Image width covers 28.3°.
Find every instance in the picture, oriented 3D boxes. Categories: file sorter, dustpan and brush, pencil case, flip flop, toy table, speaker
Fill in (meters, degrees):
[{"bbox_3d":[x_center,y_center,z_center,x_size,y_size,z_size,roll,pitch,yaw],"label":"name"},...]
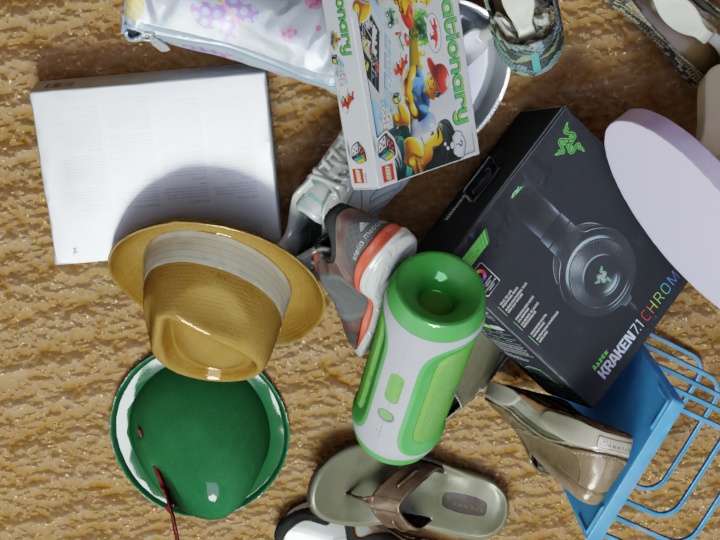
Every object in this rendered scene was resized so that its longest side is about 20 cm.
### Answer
[{"bbox_3d":[0.256,0.148,1.253,0.121,0.200,0.140,24,107,-14],"label":"file sorter"},{"bbox_3d":[0.094,-0.192,1.194,0.199,0.057,0.140,-37,107,9],"label":"dustpan and brush"},{"bbox_3d":[-0.093,-0.204,1.153,0.197,0.091,0.084,13,134,-2],"label":"pencil case"},{"bbox_3d":[0.048,0.211,1.323,0.197,0.058,0.082,14,92,-13],"label":"flip flop"},{"bbox_3d":[0.301,-0.067,1.134,0.116,0.184,0.201,-34,90,-18],"label":"toy table"},{"bbox_3d":[0.045,0.076,1.165,0.087,0.089,0.201,7,140,-6],"label":"speaker"}]

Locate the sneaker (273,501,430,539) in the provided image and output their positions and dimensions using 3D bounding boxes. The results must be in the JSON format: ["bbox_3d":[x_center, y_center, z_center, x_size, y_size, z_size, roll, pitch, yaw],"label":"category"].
[{"bbox_3d":[0.013,0.277,1.346,0.197,0.080,0.075,19,110,-8],"label":"sneaker"}]

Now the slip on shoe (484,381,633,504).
[{"bbox_3d":[0.160,0.142,1.215,0.075,0.199,0.061,15,93,-27],"label":"slip on shoe"}]

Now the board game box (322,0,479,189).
[{"bbox_3d":[0.030,-0.176,1.126,0.125,0.034,0.203,-22,107,-43],"label":"board game box"}]

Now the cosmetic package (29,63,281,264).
[{"bbox_3d":[-0.171,-0.091,1.218,0.197,0.052,0.153,-5,109,-2],"label":"cosmetic package"}]

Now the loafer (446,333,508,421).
[{"bbox_3d":[0.088,0.092,1.289,0.075,0.070,0.201,33,104,-14],"label":"loafer"}]

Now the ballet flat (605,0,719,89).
[{"bbox_3d":[0.284,-0.196,1.197,0.199,0.075,0.068,35,99,-15],"label":"ballet flat"}]

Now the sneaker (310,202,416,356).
[{"bbox_3d":[0.000,0.000,1.191,0.082,0.201,0.077,37,67,15],"label":"sneaker"}]

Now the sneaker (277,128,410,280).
[{"bbox_3d":[-0.009,-0.073,1.200,0.070,0.080,0.202,38,117,30],"label":"sneaker"}]

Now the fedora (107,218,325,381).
[{"bbox_3d":[-0.126,0.038,1.203,0.197,0.083,0.202,6,148,4],"label":"fedora"}]

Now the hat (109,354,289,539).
[{"bbox_3d":[-0.139,0.189,1.251,0.164,0.176,0.202,-26,109,6],"label":"hat"}]

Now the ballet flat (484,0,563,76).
[{"bbox_3d":[0.117,-0.256,1.129,0.073,0.074,0.203,-18,83,3],"label":"ballet flat"}]

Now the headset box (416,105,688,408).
[{"bbox_3d":[0.163,-0.017,1.216,0.200,0.093,0.175,42,80,-16],"label":"headset box"}]
